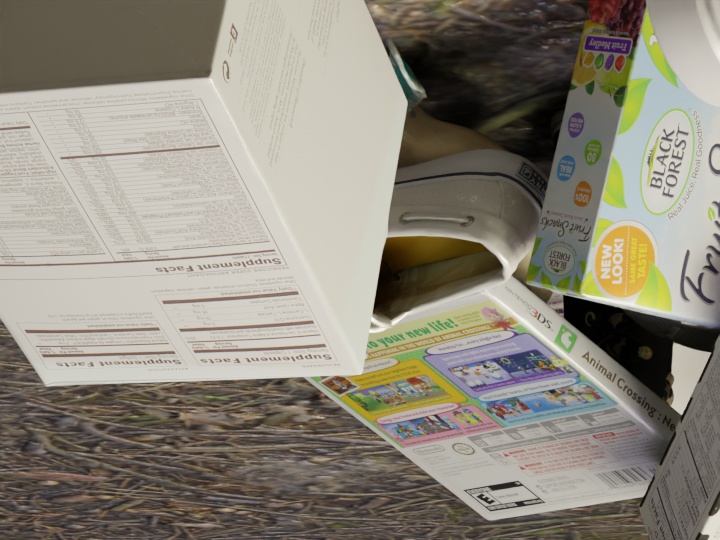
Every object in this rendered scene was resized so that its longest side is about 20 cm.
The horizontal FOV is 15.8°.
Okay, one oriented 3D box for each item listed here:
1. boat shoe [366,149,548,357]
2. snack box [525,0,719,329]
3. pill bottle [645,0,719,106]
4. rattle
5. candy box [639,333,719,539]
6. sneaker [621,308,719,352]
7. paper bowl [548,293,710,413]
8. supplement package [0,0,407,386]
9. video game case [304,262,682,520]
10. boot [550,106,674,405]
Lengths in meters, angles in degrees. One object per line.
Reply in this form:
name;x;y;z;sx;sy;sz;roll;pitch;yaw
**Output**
boat shoe;0.003;0.003;1.301;0.202;0.086;0.075;-11;129;38
snack box;0.186;-0.042;1.255;0.200;0.143;0.053;12;180;-32
pill bottle;0.215;-0.126;0.995;0.200;0.120;0.119;-11;160;41
rattle;0.044;-0.079;1.361;0.130;0.143;0.200;3;133;48
candy box;0.230;0.084;1.279;0.136;0.061;0.200;-5;146;-14
sneaker;0.214;0.007;1.362;0.200;0.080;0.070;18;164;-22
paper bowl;0.166;0.060;1.720;0.200;0.105;0.201;1;163;0
supplement package;-0.086;-0.069;1.066;0.150;0.152;0.200;-3;144;18
video game case;0.071;0.070;1.403;0.182;0.022;0.200;39;151;-23
boot;0.142;0.001;1.404;0.073;0.154;0.204;0;165;8
